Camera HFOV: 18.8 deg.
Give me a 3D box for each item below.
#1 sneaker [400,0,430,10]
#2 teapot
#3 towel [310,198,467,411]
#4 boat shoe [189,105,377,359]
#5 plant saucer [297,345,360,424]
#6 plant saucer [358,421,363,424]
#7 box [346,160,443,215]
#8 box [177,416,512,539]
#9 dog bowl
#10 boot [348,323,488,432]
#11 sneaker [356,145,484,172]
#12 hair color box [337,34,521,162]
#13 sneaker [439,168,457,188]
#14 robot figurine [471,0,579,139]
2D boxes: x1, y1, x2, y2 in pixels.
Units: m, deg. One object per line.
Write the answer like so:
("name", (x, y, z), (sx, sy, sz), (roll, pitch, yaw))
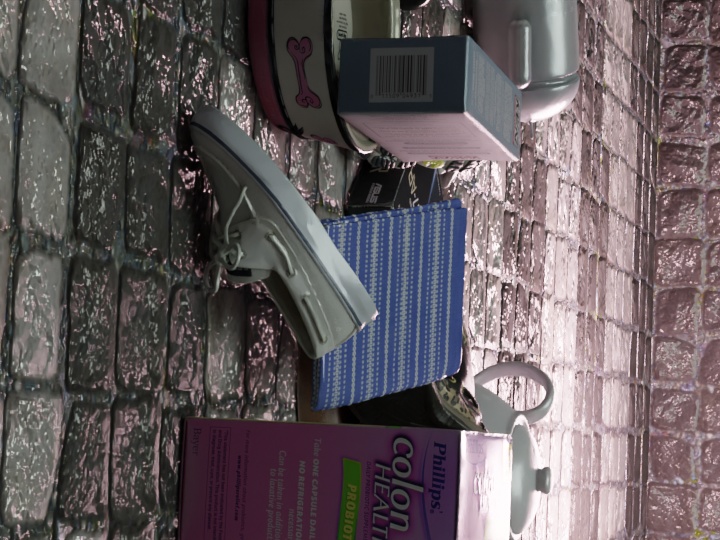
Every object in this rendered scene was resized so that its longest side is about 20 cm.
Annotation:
("sneaker", (0.060, -0.325, 1.986), (0.115, 0.075, 0.201), (36, 56, -74))
("teapot", (0.113, 0.192, 2.074), (0.197, 0.145, 0.201), (-4, 94, -75))
("towel", (0.021, 0.023, 1.666), (0.200, 0.024, 0.146), (-10, 104, -55))
("boat shoe", (-0.075, -0.017, 1.520), (0.086, 0.075, 0.202), (-41, 118, -12))
("plant saucer", (-0.011, 0.091, 1.840), (0.200, 0.032, 0.201), (0, 90, -73))
("plant saucer", (0.011, 0.208, 1.841), (0.200, 0.034, 0.201), (15, 90, -74))
("box", (0.039, -0.025, 1.982), (0.160, 0.043, 0.201), (-70, 155, -51))
("box", (-0.007, 0.158, 1.548), (0.176, 0.199, 0.097), (21, 71, -74))
("dog bowl", (-0.028, -0.191, 1.679), (0.200, 0.073, 0.201), (1, 90, -75))
("boot", (0.040, 0.073, 1.814), (0.200, 0.073, 0.151), (42, 25, -31))
("sneaker", (0.040, -0.135, 1.896), (0.200, 0.080, 0.078), (11, 123, -51))
("hair color box", (0.056, -0.129, 1.668), (0.200, 0.099, 0.061), (28, 64, -73))
("sneaker", (0.077, -0.139, 2.076), (0.200, 0.075, 0.089), (55, 50, -66))
("robot figurine", (0.178, -0.246, 2.330), (0.170, 0.112, 0.201), (-53, 142, -67))
